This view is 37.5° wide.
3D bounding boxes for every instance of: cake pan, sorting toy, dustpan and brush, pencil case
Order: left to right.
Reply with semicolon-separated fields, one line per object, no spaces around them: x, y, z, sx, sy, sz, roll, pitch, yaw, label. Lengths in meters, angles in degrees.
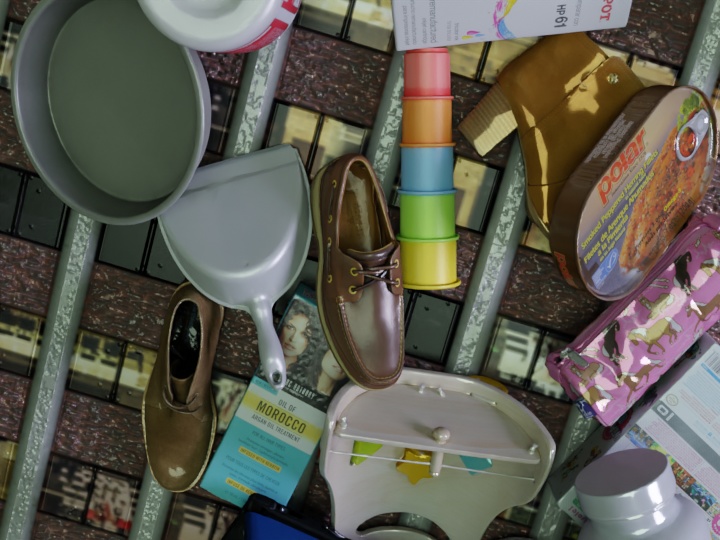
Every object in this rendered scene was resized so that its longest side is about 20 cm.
-0.207;-0.141;0.892;0.197;0.037;0.204;8;109;23;cake pan
-0.095;0.003;0.914;0.137;0.057;0.203;-15;63;-1;dustpan and brush
0.050;0.189;0.952;0.196;0.107;0.183;9;116;-7;sorting toy
0.253;0.042;0.919;0.200;0.086;0.083;-46;74;9;pencil case

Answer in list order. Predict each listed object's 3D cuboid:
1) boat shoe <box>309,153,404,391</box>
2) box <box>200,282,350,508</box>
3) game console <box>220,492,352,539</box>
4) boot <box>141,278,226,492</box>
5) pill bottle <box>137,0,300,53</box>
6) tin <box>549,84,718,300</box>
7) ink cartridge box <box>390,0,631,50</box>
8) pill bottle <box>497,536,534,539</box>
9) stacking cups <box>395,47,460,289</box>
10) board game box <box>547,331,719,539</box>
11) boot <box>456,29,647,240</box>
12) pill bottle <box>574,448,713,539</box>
0.000;0.000;0.895;0.071;0.067;0.204;-7;82;-18;boat shoe
-0.066;0.121;0.963;0.081;0.049;0.202;26;101;-3;box
-0.031;0.292;0.923;0.197;0.119;0.172;26;127;-9;game console
-0.164;0.112;0.953;0.072;0.076;0.204;8;102;-1;boot
-0.102;-0.226;0.820;0.110;0.200;0.115;0;101;2;pill bottle
0.226;-0.067;0.871;0.200;0.042;0.113;-49;131;-19;tin
0.117;-0.256;0.827;0.196;0.145;0.086;-7;66;3;ink cartridge box
0.144;0.322;0.916;0.110;0.200;0.115;0;101;2;pill bottle
0.062;-0.088;0.915;0.059;0.061;0.204;2;99;2;stacking cups
0.290;0.176;0.953;0.147;0.064;0.200;42;99;-6;board game box
0.192;-0.099;0.900;0.143;0.071;0.202;-39;94;8;boot
0.245;0.258;0.882;0.110;0.112;0.203;-18;100;6;pill bottle
